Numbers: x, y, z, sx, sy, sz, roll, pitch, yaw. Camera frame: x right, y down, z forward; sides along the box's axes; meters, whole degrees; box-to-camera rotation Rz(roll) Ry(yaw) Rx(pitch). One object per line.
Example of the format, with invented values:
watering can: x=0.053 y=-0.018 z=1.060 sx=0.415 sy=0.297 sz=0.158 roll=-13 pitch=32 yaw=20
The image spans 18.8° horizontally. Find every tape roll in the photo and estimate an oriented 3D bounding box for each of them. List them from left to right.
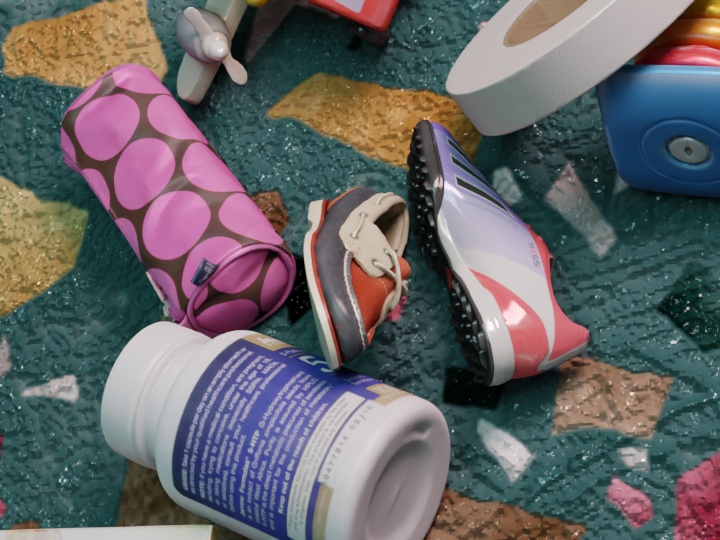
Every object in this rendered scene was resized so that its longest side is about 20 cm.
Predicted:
tape roll: x=0.141 y=-0.162 z=1.352 sx=0.202 sy=0.037 sz=0.203 roll=-37 pitch=14 yaw=11

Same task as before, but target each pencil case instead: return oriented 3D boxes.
pencil case: x=-0.129 y=-0.046 z=1.459 sx=0.093 sy=0.091 sz=0.200 roll=-39 pitch=55 yaw=2

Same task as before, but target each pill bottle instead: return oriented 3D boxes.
pill bottle: x=-0.056 y=0.104 z=1.336 sx=0.199 sy=0.120 sz=0.120 roll=20 pitch=76 yaw=29

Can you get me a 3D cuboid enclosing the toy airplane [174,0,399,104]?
toy airplane: x=-0.066 y=-0.234 z=1.485 sx=0.198 sy=0.141 sz=0.202 roll=-19 pitch=73 yaw=37

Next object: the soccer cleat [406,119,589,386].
soccer cleat: x=0.081 y=-0.016 z=1.376 sx=0.072 sy=0.069 sz=0.201 roll=-10 pitch=52 yaw=-12

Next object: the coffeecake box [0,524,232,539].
coffeecake box: x=-0.175 y=0.242 z=1.349 sx=0.198 sy=0.073 sz=0.155 roll=-4 pitch=65 yaw=21

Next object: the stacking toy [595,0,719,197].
stacking toy: x=0.224 y=-0.150 z=1.360 sx=0.109 sy=0.116 sz=0.201 roll=4 pitch=54 yaw=22

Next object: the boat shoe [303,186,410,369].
boat shoe: x=0.000 y=0.000 z=1.346 sx=0.062 sy=0.072 sz=0.200 roll=-7 pitch=21 yaw=4
